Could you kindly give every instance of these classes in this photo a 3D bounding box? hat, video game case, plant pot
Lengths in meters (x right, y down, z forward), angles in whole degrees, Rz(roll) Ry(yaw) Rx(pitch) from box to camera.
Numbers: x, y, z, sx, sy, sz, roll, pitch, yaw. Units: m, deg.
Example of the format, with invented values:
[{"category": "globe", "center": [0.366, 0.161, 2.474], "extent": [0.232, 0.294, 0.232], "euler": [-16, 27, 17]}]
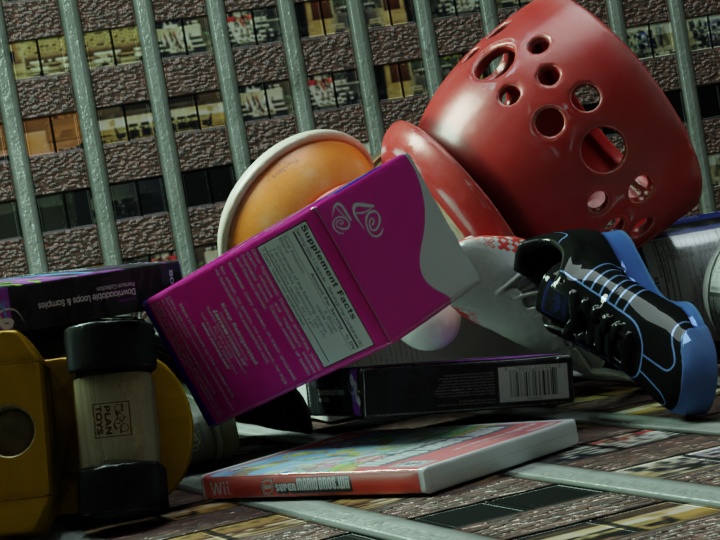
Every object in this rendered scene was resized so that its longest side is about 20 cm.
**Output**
[{"category": "hat", "center": [-0.110, 0.054, 1.654], "extent": [0.200, 0.081, 0.201], "euler": [22, -19, 8]}, {"category": "video game case", "center": [0.017, 0.118, 1.357], "extent": [0.199, 0.018, 0.143], "euler": [-8, 3, 45]}, {"category": "plant pot", "center": [0.130, -0.077, 1.641], "extent": [0.182, 0.201, 0.200], "euler": [-39, 7, -8]}]

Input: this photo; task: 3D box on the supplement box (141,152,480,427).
[{"category": "supplement box", "center": [-0.035, 0.015, 1.426], "extent": [0.200, 0.104, 0.101], "euler": [-25, 5, 46]}]

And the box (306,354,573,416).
[{"category": "box", "center": [0.050, 0.080, 1.495], "extent": [0.142, 0.036, 0.200], "euler": [-4, -1, -12]}]

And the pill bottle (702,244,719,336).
[{"category": "pill bottle", "center": [0.299, 0.016, 1.462], "extent": [0.116, 0.117, 0.200], "euler": [-10, 3, -4]}]

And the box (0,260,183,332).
[{"category": "box", "center": [-0.236, 0.022, 1.464], "extent": [0.143, 0.036, 0.200], "euler": [-4, 2, 37]}]

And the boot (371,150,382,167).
[{"category": "boot", "center": [0.065, -0.062, 1.791], "extent": [0.075, 0.074, 0.200], "euler": [9, 8, 33]}]

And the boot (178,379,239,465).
[{"category": "boot", "center": [-0.209, 0.131, 1.562], "extent": [0.199, 0.073, 0.182], "euler": [-19, 4, -28]}]

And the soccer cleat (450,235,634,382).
[{"category": "soccer cleat", "center": [0.141, 0.032, 1.529], "extent": [0.199, 0.069, 0.085], "euler": [26, 9, -28]}]

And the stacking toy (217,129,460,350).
[{"category": "stacking toy", "center": [0.000, 0.000, 1.610], "extent": [0.146, 0.147, 0.200], "euler": [-11, 39, -37]}]

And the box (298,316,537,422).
[{"category": "box", "center": [0.031, 0.052, 1.805], "extent": [0.199, 0.107, 0.152], "euler": [-11, 2, -19]}]

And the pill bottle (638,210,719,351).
[{"category": "pill bottle", "center": [0.245, 0.016, 1.729], "extent": [0.199, 0.112, 0.112], "euler": [-10, 2, -6]}]

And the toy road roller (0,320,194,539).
[{"category": "toy road roller", "center": [-0.205, 0.108, 1.371], "extent": [0.199, 0.124, 0.146], "euler": [-6, -11, -2]}]

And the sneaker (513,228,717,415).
[{"category": "sneaker", "center": [0.165, 0.034, 1.427], "extent": [0.078, 0.070, 0.200], "euler": [-3, 27, -17]}]

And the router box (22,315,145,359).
[{"category": "router box", "center": [-0.261, 0.082, 1.486], "extent": [0.199, 0.062, 0.150], "euler": [-16, 9, -38]}]
